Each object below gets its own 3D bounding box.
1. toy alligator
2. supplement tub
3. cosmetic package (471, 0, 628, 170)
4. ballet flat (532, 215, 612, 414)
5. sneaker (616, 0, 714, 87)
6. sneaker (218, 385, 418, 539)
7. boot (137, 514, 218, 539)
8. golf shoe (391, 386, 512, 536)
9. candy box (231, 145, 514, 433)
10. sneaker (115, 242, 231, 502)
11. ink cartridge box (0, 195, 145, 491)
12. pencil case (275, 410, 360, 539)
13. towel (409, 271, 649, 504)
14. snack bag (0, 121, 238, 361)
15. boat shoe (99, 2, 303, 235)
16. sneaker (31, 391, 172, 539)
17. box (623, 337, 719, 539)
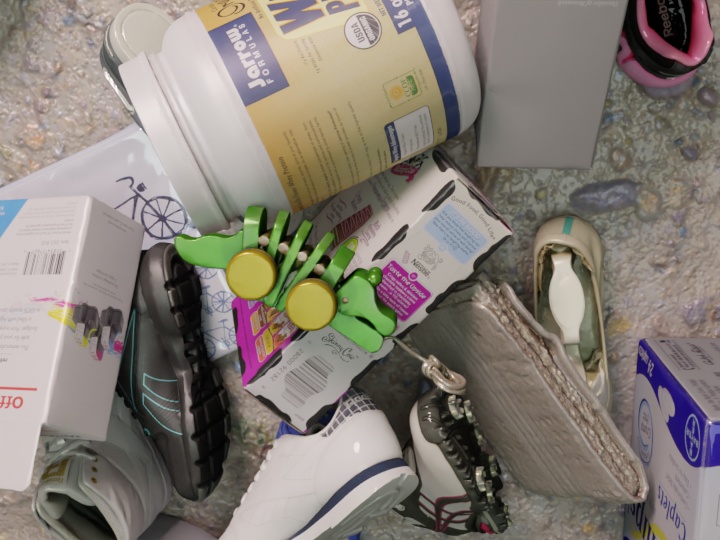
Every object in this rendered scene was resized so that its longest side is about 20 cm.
[{"bbox_3d":[-0.014,0.009,0.613,0.200,0.059,0.054,26,102,-1],"label":"toy alligator"},{"bbox_3d":[-0.039,-0.118,0.656,0.200,0.144,0.145,-26,100,-5],"label":"supplement tub"},{"bbox_3d":[0.120,-0.171,0.647,0.090,0.107,0.200,0,137,3],"label":"cosmetic package"},{"bbox_3d":[0.156,0.060,0.762,0.069,0.069,0.200,-6,103,5],"label":"ballet flat"},{"bbox_3d":[0.191,-0.219,0.680,0.079,0.095,0.200,-23,99,10],"label":"sneaker"},{"bbox_3d":[-0.047,0.164,0.724,0.200,0.076,0.081,-40,66,24],"label":"sneaker"},{"bbox_3d":[-0.122,0.278,0.788,0.200,0.074,0.096,28,109,39],"label":"boot"},{"bbox_3d":[0.055,0.151,0.737,0.088,0.077,0.200,-12,145,10],"label":"golf shoe"},{"bbox_3d":[0.000,0.000,0.715,0.061,0.136,0.200,40,102,-24],"label":"candy box"},{"bbox_3d":[-0.152,0.079,0.772,0.079,0.075,0.200,-9,96,14],"label":"sneaker"},{"bbox_3d":[-0.231,0.054,0.705,0.115,0.068,0.200,-1,71,25],"label":"ink cartridge box"},{"bbox_3d":[-0.034,0.209,0.801,0.087,0.078,0.200,15,106,25],"label":"pencil case"},{"bbox_3d":[0.114,0.089,0.746,0.034,0.133,0.200,-41,101,-25],"label":"towel"},{"bbox_3d":[-0.201,0.002,0.795,0.188,0.021,0.200,-22,101,9],"label":"snack bag"},{"bbox_3d":[-0.119,-0.104,0.755,0.200,0.073,0.062,51,144,-15],"label":"boat shoe"},{"bbox_3d":[-0.213,0.120,0.756,0.074,0.116,0.200,-27,100,12],"label":"sneaker"},{"bbox_3d":[0.261,0.167,0.719,0.105,0.184,0.200,1,103,2],"label":"box"}]
